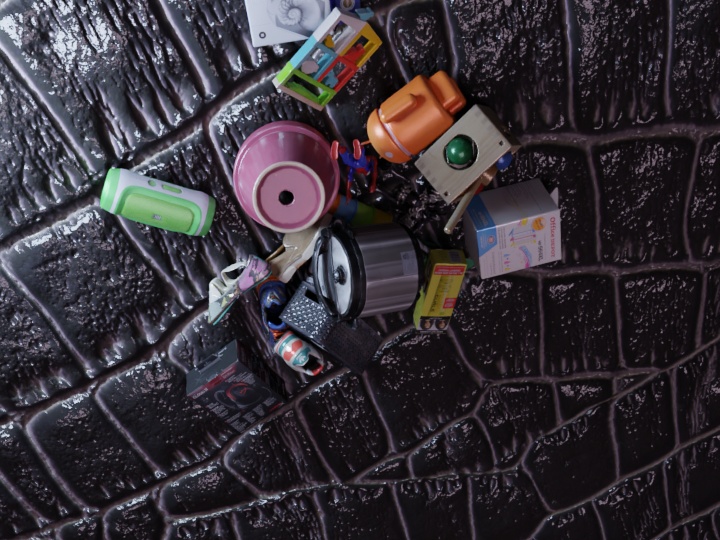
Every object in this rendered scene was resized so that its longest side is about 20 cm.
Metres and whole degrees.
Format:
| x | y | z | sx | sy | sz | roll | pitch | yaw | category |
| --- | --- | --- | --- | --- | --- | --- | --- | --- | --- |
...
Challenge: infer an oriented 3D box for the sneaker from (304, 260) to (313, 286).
| x | y | z | sx | sy | sz | roll | pitch | yaw | category |
| --- | --- | --- | --- | --- | --- | --- | --- | --- | --- |
| -0.010 | -0.012 | 1.779 | 0.197 | 0.076 | 0.116 | 6 | 127 | -14 | sneaker |

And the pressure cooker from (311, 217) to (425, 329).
| x | y | z | sx | sy | sz | roll | pitch | yaw | category |
| --- | --- | --- | --- | --- | --- | --- | --- | --- | --- |
| 0.001 | -0.001 | 1.633 | 0.198 | 0.177 | 0.180 | -9 | 140 | -27 | pressure cooker |

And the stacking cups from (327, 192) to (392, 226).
| x | y | z | sx | sy | sz | roll | pitch | yaw | category |
| --- | --- | --- | --- | --- | --- | --- | --- | --- | --- |
| -0.032 | -0.128 | 1.704 | 0.198 | 0.061 | 0.061 | 25 | 118 | -24 | stacking cups |

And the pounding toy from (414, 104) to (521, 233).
| x | y | z | sx | sy | sz | roll | pitch | yaw | category |
| --- | --- | --- | --- | --- | --- | --- | --- | --- | --- |
| 0.200 | -0.189 | 1.592 | 0.184 | 0.200 | 0.143 | -42 | 85 | 18 | pounding toy |

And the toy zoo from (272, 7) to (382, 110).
| x | y | z | sx | sy | sz | roll | pitch | yaw | category |
| --- | --- | --- | --- | --- | --- | --- | --- | --- | --- |
| -0.046 | -0.375 | 1.501 | 0.200 | 0.021 | 0.131 | -44 | 150 | 19 | toy zoo |

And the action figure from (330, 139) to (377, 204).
| x | y | z | sx | sy | sz | roll | pitch | yaw | category |
| --- | --- | --- | --- | --- | --- | --- | --- | --- | --- |
| -0.007 | -0.176 | 1.593 | 0.064 | 0.200 | 0.100 | 0 | 90 | 11 | action figure |

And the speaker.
| x | y | z | sx | sy | sz | roll | pitch | yaw | category |
| --- | --- | --- | --- | --- | --- | --- | --- | --- | --- |
| -0.375 | -0.126 | 1.604 | 0.198 | 0.089 | 0.089 | 15 | 122 | -23 | speaker |

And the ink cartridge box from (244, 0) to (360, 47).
| x | y | z | sx | sy | sz | roll | pitch | yaw | category |
| --- | --- | --- | --- | --- | --- | --- | --- | --- | --- |
| -0.100 | -0.483 | 1.430 | 0.197 | 0.041 | 0.201 | -12 | 128 | -4 | ink cartridge box |

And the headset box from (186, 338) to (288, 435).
| x | y | z | sx | sy | sz | roll | pitch | yaw | category |
| --- | --- | --- | --- | --- | --- | --- | --- | --- | --- |
| -0.280 | 0.255 | 1.915 | 0.148 | 0.075 | 0.200 | -35 | 126 | 13 | headset box |

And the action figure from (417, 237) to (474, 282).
| x | y | z | sx | sy | sz | roll | pitch | yaw | category |
| --- | --- | --- | --- | --- | --- | --- | --- | --- | --- |
| 0.139 | -0.018 | 1.828 | 0.199 | 0.055 | 0.118 | 29 | 118 | -25 | action figure |

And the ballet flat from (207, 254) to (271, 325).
| x | y | z | sx | sy | sz | roll | pitch | yaw | category |
| --- | --- | --- | --- | --- | --- | --- | --- | --- | --- |
| -0.262 | 0.031 | 1.757 | 0.071 | 0.069 | 0.200 | 43 | 120 | -13 | ballet flat |

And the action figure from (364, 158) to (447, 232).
| x | y | z | sx | sy | sz | roll | pitch | yaw | category |
| --- | --- | --- | --- | --- | --- | --- | --- | --- | --- |
| 0.104 | -0.134 | 1.701 | 0.199 | 0.102 | 0.119 | 30 | 105 | -28 | action figure |

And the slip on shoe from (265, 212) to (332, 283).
| x | y | z | sx | sy | sz | roll | pitch | yaw | category |
| --- | --- | --- | --- | --- | --- | --- | --- | --- | --- |
| -0.125 | -0.053 | 1.714 | 0.060 | 0.076 | 0.200 | 34 | 135 | -11 | slip on shoe |

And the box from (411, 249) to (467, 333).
| x | y | z | sx | sy | sz | roll | pitch | yaw | category |
| --- | --- | --- | --- | --- | --- | --- | --- | --- | --- |
| 0.165 | 0.046 | 1.816 | 0.074 | 0.050 | 0.202 | 2 | 130 | -13 | box |

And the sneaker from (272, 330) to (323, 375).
| x | y | z | sx | sy | sz | roll | pitch | yaw | category |
| --- | --- | --- | --- | --- | --- | --- | --- | --- | --- |
| -0.114 | 0.198 | 1.856 | 0.070 | 0.093 | 0.200 | -47 | 154 | -4 | sneaker |

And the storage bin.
| x | y | z | sx | sy | sz | roll | pitch | yaw | category |
| --- | --- | --- | --- | --- | --- | --- | --- | --- | --- |
| -0.059 | 0.122 | 1.791 | 0.094 | 0.135 | 0.200 | -56 | 140 | -8 | storage bin |

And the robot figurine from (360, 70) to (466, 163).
| x | y | z | sx | sy | sz | roll | pitch | yaw | category |
| --- | --- | --- | --- | --- | --- | --- | --- | --- | --- |
| 0.096 | -0.275 | 1.582 | 0.199 | 0.144 | 0.117 | -35 | 108 | 18 | robot figurine |

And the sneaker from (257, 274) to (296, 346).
| x | y | z | sx | sy | sz | roll | pitch | yaw | category |
| --- | --- | --- | --- | --- | --- | --- | --- | --- | --- |
| -0.178 | 0.107 | 1.826 | 0.074 | 0.079 | 0.202 | -14 | 130 | -1 | sneaker |

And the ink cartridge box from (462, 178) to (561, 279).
| x | y | z | sx | sy | sz | roll | pitch | yaw | category |
| --- | --- | --- | --- | --- | --- | --- | --- | --- | --- |
| 0.320 | -0.090 | 1.768 | 0.197 | 0.126 | 0.130 | -14 | 128 | -2 | ink cartridge box |

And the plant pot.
| x | y | z | sx | sy | sz | roll | pitch | yaw | category |
| --- | --- | --- | --- | --- | --- | --- | --- | --- | --- |
| -0.130 | -0.154 | 1.550 | 0.197 | 0.179 | 0.203 | -2 | 111 | -6 | plant pot |
